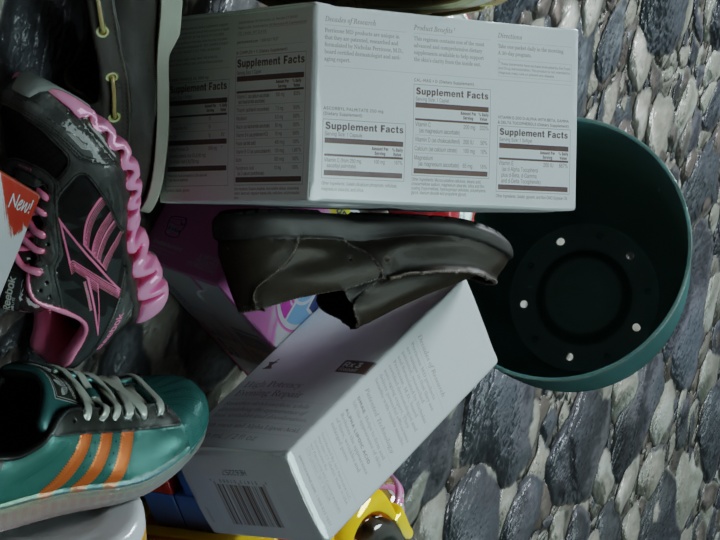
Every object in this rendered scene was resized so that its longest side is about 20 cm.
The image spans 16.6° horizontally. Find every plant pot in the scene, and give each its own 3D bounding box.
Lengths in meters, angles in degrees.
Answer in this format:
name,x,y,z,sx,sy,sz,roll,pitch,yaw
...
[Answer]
name,x,y,z,sx,sy,sz,roll,pitch,yaw
plant pot,0.160,0.002,1.890,0.161,0.199,0.202,50,61,-71

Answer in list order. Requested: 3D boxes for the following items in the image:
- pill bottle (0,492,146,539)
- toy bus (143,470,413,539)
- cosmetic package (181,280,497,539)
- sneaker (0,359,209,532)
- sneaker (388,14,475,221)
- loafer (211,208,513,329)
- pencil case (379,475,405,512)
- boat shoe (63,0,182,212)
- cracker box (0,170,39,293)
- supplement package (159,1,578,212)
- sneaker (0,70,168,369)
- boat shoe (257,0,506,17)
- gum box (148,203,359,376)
name,x,y,z,sx,sy,sz,roll,pitch,yaw
pill bottle,-0.180,0.224,1.461,0.112,0.111,0.202,-37,137,-48
toy bus,-0.075,0.163,1.627,0.200,0.135,0.193,-46,127,-43
cosmetic package,-0.013,0.082,1.547,0.200,0.101,0.074,-46,123,-39
sneaker,-0.165,0.088,1.402,0.199,0.071,0.080,-18,136,-37
sneaker,0.019,-0.087,1.711,0.115,0.078,0.202,-16,108,-48
loafer,0.000,0.000,1.512,0.198,0.073,0.072,2,91,-24
pencil case,-0.003,0.234,1.827,0.087,0.082,0.201,-64,156,-49
boat shoe,-0.138,-0.114,1.398,0.072,0.060,0.202,-107,-162,-44
cracker box,-0.253,0.026,1.269,0.134,0.057,0.201,33,76,-63
supplement package,0.005,-0.092,1.455,0.199,0.155,0.112,2,90,-38
sneaker,-0.172,-0.021,1.389,0.095,0.079,0.201,-43,141,-25
boat shoe,0.009,-0.180,1.475,0.066,0.199,0.075,11,92,-51
gum box,-0.055,-0.006,1.605,0.114,0.066,0.200,-63,151,-16
